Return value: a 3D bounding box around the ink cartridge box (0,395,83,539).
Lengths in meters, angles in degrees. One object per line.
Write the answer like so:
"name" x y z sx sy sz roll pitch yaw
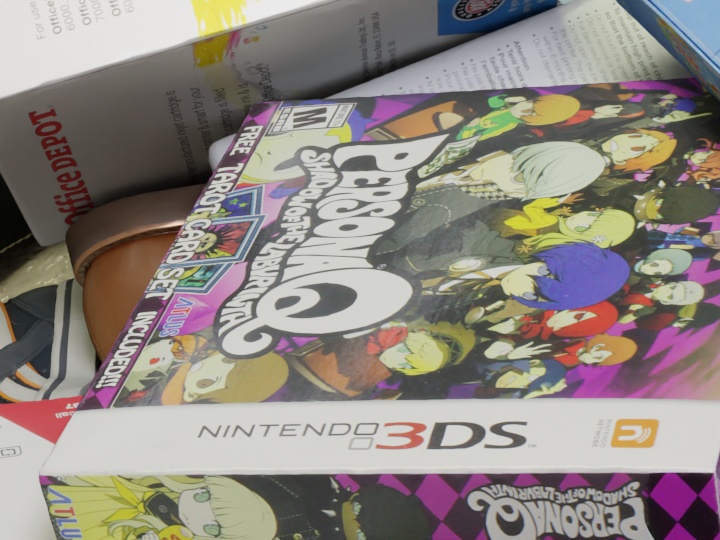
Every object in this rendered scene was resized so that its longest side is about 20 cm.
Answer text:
"ink cartridge box" -0.086 0.117 0.667 0.144 0.084 0.200 -6 26 -15

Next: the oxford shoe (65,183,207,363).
"oxford shoe" 0.000 0.000 0.869 0.199 0.071 0.071 -14 66 1

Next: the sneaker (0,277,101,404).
"sneaker" -0.120 0.070 0.869 0.079 0.079 0.200 -16 22 2

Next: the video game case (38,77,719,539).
"video game case" 0.027 0.009 0.693 0.181 0.036 0.200 -1 33 19

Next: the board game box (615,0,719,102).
"board game box" 0.175 -0.122 0.715 0.200 0.037 0.151 -36 33 3

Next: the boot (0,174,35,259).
"boot" -0.096 -0.053 1.039 0.150 0.073 0.200 13 42 42

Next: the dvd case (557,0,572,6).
"dvd case" 0.003 -0.072 0.965 0.199 0.022 0.146 1 44 -1

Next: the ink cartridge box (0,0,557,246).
"ink cartridge box" -0.047 -0.120 0.853 0.199 0.147 0.145 -17 73 -4

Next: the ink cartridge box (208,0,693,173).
"ink cartridge box" 0.073 0.010 0.790 0.199 0.043 0.197 -21 63 0
